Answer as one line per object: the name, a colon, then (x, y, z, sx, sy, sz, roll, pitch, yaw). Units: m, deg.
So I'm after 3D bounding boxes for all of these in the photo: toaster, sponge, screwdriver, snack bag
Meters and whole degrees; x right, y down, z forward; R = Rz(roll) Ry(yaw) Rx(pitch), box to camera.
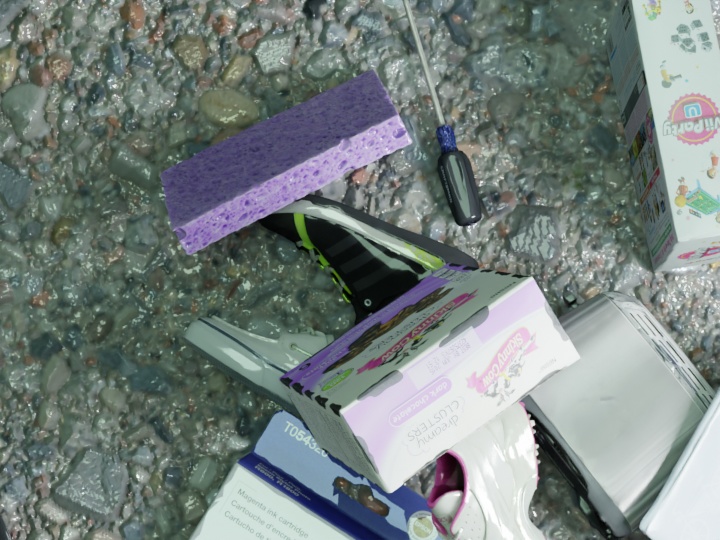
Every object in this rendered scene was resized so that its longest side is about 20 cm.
toaster: (0.197, 0.113, 1.468, 0.129, 0.114, 0.201, -38, 79, -4)
sponge: (-0.063, -0.089, 1.522, 0.198, 0.112, 0.030, -27, 119, 1)
screwdriver: (0.062, -0.133, 1.553, 0.028, 0.029, 0.202, -16, 86, 2)
snack bag: (0.312, 0.161, 1.445, 0.199, 0.021, 0.190, 32, 86, -28)

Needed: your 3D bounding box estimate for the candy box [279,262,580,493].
candy box: (0.045, 0.072, 1.389, 0.167, 0.200, 0.072, -34, 100, -11)

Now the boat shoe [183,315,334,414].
boat shoe: (-0.042, 0.079, 1.517, 0.199, 0.074, 0.067, 30, 80, -5)

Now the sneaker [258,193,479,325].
sneaker: (0.000, 0.000, 1.519, 0.198, 0.072, 0.084, 20, 85, 7)

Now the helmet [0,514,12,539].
helmet: (-0.349, 0.245, 1.450, 0.197, 0.191, 0.202, 2, 117, 3)

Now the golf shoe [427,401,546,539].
golf shoe: (0.091, 0.195, 1.410, 0.091, 0.075, 0.202, -9, 88, -29)

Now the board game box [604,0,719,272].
board game box: (0.245, -0.111, 1.480, 0.063, 0.148, 0.202, -9, 81, 0)

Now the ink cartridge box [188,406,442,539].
ink cartridge box: (-0.039, 0.241, 1.503, 0.195, 0.043, 0.201, 30, 86, 8)
